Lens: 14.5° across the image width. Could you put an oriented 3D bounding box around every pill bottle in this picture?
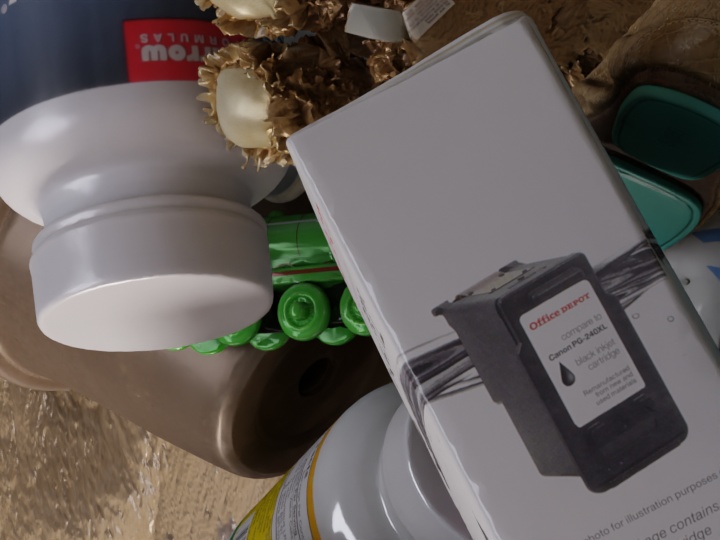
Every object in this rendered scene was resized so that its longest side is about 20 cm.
[{"bbox_3d":[-0.087,-0.077,1.094,0.120,0.120,0.200,138,129,-60],"label":"pill bottle"},{"bbox_3d":[0.020,0.111,1.171,0.200,0.113,0.113,130,129,-57],"label":"pill bottle"}]

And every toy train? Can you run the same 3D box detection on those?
[{"bbox_3d":[0.000,0.000,1.149,0.200,0.042,0.056,-5,83,27],"label":"toy train"}]

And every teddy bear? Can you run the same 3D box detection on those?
[{"bbox_3d":[0.035,-0.092,1.014,0.067,0.200,0.145,-93,-17,-69],"label":"teddy bear"}]

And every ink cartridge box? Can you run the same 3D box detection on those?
[{"bbox_3d":[0.062,0.045,0.840,0.200,0.083,0.145,62,178,18],"label":"ink cartridge box"}]

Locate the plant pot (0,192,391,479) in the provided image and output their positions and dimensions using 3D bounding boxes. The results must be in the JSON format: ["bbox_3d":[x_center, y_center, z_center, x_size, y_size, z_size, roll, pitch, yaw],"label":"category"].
[{"bbox_3d":[-0.072,0.001,1.296,0.175,0.200,0.200,40,133,31],"label":"plant pot"}]

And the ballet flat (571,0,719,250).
[{"bbox_3d":[0.100,-0.057,0.932,0.072,0.068,0.200,-64,0,-16],"label":"ballet flat"}]

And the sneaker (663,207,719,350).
[{"bbox_3d":[0.126,0.046,0.983,0.072,0.072,0.200,130,131,-59],"label":"sneaker"}]

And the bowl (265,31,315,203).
[{"bbox_3d":[0.015,-0.122,1.138,0.201,0.090,0.201,-175,90,-74],"label":"bowl"}]
